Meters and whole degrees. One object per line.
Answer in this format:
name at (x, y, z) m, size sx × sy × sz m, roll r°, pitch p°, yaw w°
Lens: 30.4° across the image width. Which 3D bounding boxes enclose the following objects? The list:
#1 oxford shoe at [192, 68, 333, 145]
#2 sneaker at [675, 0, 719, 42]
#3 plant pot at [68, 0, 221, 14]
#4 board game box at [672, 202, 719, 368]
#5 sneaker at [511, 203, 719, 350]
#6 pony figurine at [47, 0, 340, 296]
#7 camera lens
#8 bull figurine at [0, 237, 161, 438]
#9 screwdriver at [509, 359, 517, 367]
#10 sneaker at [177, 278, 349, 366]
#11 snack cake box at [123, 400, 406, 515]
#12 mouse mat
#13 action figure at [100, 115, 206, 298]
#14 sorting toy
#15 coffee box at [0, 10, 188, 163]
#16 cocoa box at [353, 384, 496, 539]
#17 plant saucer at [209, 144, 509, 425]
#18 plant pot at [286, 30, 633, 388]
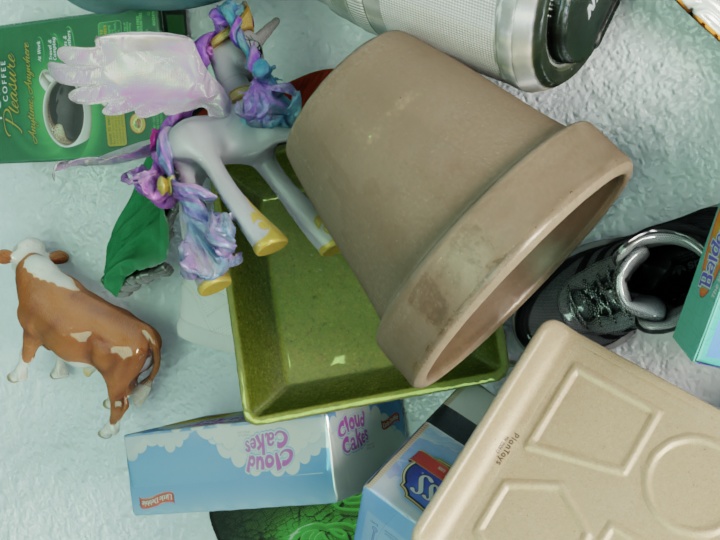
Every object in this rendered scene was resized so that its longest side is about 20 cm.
oxford shoe at (-0.045, -0.108, 1.036) m, size 0.197 × 0.071 × 0.073 m, roll -1°, pitch 126°, yaw 26°
sneaker at (0.268, -0.174, 0.841) m, size 0.200 × 0.076 × 0.092 m, roll 43°, pitch 108°, yaw 9°
plant pot at (-0.153, -0.283, 0.996) m, size 0.187 × 0.199 × 0.203 m, roll -14°, pitch 91°, yaw 42°
board game box at (0.306, 0.001, 0.794) m, size 0.197 × 0.045 × 0.154 m, roll 14°, pitch 107°, yaw -10°
sneaker at (0.174, 0.012, 0.889) m, size 0.198 × 0.113 × 0.076 m, roll -25°, pitch 85°, yaw 30°
pony figurine at (-0.112, -0.091, 0.932) m, size 0.202 × 0.191 × 0.167 m, roll 65°, pitch 156°, yaw 15°
camera lens at (0.074, -0.221, 0.885) m, size 0.198 × 0.159 × 0.162 m, roll 25°, pitch 109°, yaw 24°
bull figurine at (-0.255, 0.055, 1.169) m, size 0.199 × 0.065 × 0.123 m, roll 28°, pitch 118°, yaw 30°
screwdriver at (0.112, 0.065, 0.985) m, size 0.197 × 0.028 × 0.029 m, roll 4°, pitch 70°, yaw 27°
sneaker at (-0.065, 0.011, 1.049) m, size 0.198 × 0.073 × 0.117 m, roll 11°, pitch 106°, yaw 29°
snack cake box at (-0.074, 0.145, 1.046) m, size 0.198 × 0.115 × 0.068 m, roll -10°, pitch 87°, yaw 31°
mouse mat at (-0.031, 0.244, 1.103) m, size 0.198 × 0.008 × 0.163 m, roll -24°, pitch 85°, yaw 29°
action figure at (-0.175, -0.030, 1.085) m, size 0.200 × 0.054 × 0.120 m, roll 138°, pitch 140°, yaw -55°
sorting toy at (0.158, 0.153, 0.834) m, size 0.199 × 0.037 × 0.186 m, roll 30°, pitch 72°, yaw 16°
coffee box at (-0.234, -0.156, 1.137) m, size 0.198 × 0.044 × 0.125 m, roll -2°, pitch 96°, yaw 29°
cocoa box at (0.106, 0.203, 0.923) m, size 0.199 × 0.131 × 0.134 m, roll 33°, pitch 140°, yaw 21°
plant saucer at (0.000, 0.000, 0.981) m, size 0.197 × 0.048 × 0.203 m, roll -11°, pitch 79°, yaw 10°
plant pot at (0.046, -0.054, 0.849) m, size 0.175 × 0.200 × 0.201 m, roll 44°, pitch 116°, yaw 11°
